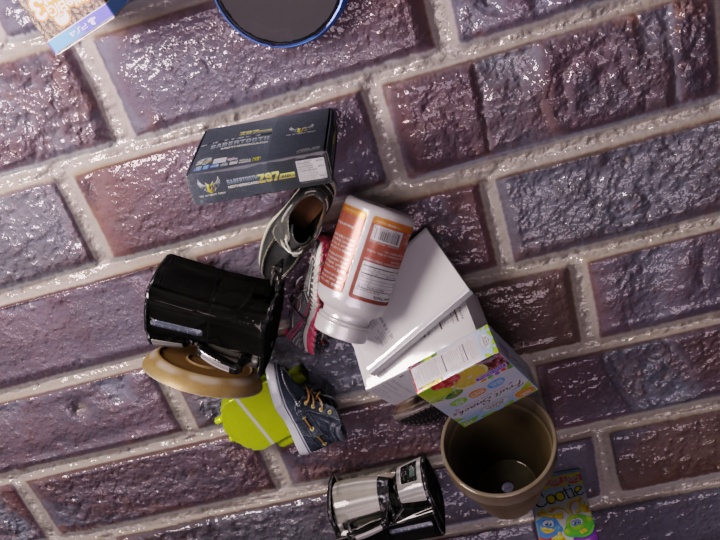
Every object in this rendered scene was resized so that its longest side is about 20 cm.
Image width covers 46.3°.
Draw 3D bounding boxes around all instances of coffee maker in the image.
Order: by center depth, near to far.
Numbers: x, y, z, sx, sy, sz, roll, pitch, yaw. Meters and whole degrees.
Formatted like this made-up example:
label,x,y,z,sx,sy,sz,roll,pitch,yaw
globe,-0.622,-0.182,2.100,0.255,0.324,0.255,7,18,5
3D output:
label,x,y,z,sx,sy,sz,roll,pitch,yaw
coffee maker,-0.223,0.046,1.303,0.196,0.135,0.196,14,105,1
coffee maker,0.056,0.444,1.561,0.196,0.137,0.193,-15,143,11

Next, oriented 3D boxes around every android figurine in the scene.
label,x,y,z,sx,sy,sz,roll,pitch,yaw
android figurine,-0.163,0.242,1.480,0.198,0.041,0.183,-29,117,14

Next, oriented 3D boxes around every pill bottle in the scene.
label,x,y,z,sx,sy,sz,roll,pitch,yaw
pill bottle,0.000,0.000,1.258,0.110,0.112,0.204,18,97,-10

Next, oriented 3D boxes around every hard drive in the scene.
label,x,y,z,sx,sy,sz,roll,pitch,yaw
hard drive,0.062,0.048,1.298,0.199,0.133,0.026,-40,148,11

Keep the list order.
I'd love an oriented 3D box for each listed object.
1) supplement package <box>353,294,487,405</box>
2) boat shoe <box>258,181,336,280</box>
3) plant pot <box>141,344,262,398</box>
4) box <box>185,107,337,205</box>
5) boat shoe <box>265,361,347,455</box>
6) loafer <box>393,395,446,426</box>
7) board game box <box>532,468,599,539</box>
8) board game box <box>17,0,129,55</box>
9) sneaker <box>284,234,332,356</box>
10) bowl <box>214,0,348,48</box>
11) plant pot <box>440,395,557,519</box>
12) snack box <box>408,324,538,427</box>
label,x,y,z,sx,sy,sz,roll,pitch,yaw
supplement package,0.100,0.113,1.338,0.197,0.111,0.113,-28,149,17
boat shoe,-0.104,-0.055,1.291,0.071,0.068,0.201,26,121,-15
plant pot,-0.250,0.156,1.350,0.196,0.200,0.028,13,99,-7
box,-0.132,-0.162,1.175,0.195,0.159,0.052,-8,121,7
boat shoe,-0.090,0.221,1.416,0.089,0.071,0.203,-18,125,5
loafer,0.140,0.202,1.442,0.198,0.072,0.073,-31,144,17
board game box,0.370,0.472,1.513,0.101,0.201,0.107,-12,120,8
board game box,-0.376,-0.399,1.038,0.095,0.161,0.202,-24,117,16
sneaker,-0.079,0.038,1.342,0.074,0.080,0.204,22,115,23
bowl,-0.107,-0.392,1.108,0.196,0.040,0.204,0,121,1
plant pot,0.248,0.339,1.460,0.195,0.203,0.175,-12,136,8
snack box,0.178,0.167,1.301,0.140,0.054,0.200,-28,146,15
